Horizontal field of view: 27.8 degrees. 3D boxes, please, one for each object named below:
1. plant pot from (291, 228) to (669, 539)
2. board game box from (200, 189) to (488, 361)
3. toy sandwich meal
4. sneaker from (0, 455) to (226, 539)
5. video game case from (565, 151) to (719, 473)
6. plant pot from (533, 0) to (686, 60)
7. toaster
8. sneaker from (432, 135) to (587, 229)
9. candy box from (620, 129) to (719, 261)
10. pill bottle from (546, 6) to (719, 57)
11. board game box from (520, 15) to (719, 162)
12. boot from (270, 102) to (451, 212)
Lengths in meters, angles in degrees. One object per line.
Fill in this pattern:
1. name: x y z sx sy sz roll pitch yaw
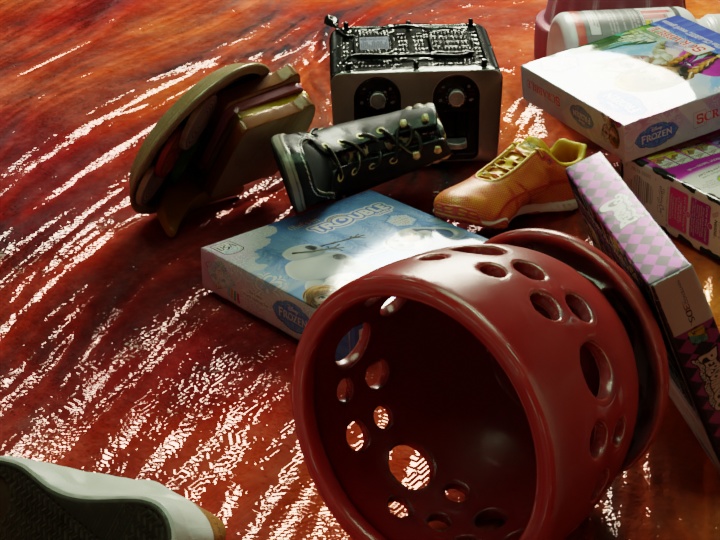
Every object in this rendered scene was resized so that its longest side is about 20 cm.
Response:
1. plant pot: 0.085 0.074 0.918 0.199 0.202 0.182 19 30 36
2. board game box: 0.000 0.000 1.248 0.199 0.044 0.198 -21 32 -37
3. toy sandwich meal: -0.132 -0.113 1.378 0.070 0.206 0.205 43 40 11
4. sneaker: -0.174 0.163 0.920 0.198 0.074 0.084 8 -4 31
5. video game case: 0.214 0.032 1.022 0.036 0.182 0.200 -26 26 4
6. plant pot: 0.315 -0.344 1.785 0.198 0.181 0.200 0 26 0
7. toaster: 0.052 -0.193 1.555 0.179 0.120 0.200 -1 26 -2
8. sneaker: 0.137 -0.085 1.357 0.073 0.078 0.199 19 26 38
9. candy box: 0.353 -0.066 1.346 0.135 0.062 0.200 -15 28 -24
10. pill bottle: 0.317 -0.236 1.634 0.198 0.117 0.116 -4 26 -5
11. board game box: 0.294 -0.188 1.461 0.198 0.041 0.200 -20 31 -17
12. boot: 0.003 -0.112 1.351 0.152 0.074 0.204 -18 2 7
